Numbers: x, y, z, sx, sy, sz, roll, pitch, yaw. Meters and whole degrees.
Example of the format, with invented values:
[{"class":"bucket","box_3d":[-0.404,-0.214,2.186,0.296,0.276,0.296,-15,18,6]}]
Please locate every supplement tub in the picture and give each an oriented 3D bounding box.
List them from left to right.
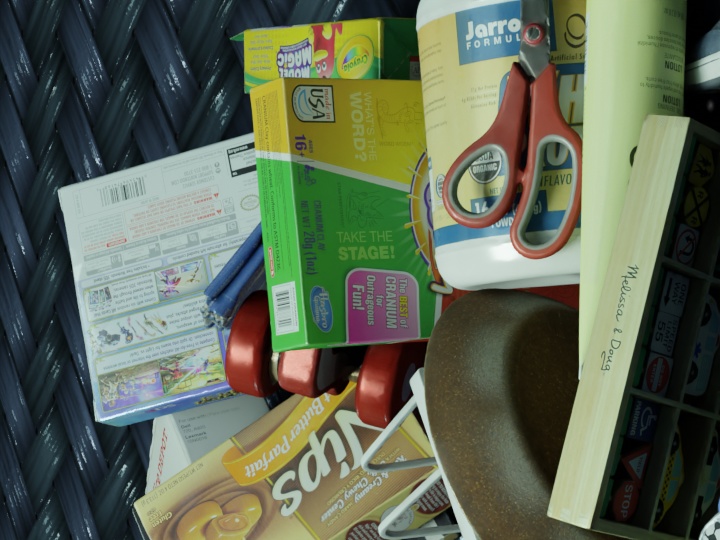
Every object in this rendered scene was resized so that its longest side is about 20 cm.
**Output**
[{"class":"supplement tub","box_3d":[0.106,-0.094,1.041,0.145,0.144,0.200,-11,83,58]}]

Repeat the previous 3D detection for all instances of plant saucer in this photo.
[{"class":"plant saucer","box_3d":[0.117,0.091,0.996,0.037,0.200,0.201,-36,61,37]}]

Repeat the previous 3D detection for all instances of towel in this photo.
[{"class":"towel","box_3d":[-0.055,-0.022,1.243,0.147,0.024,0.200,-52,1,-7]}]

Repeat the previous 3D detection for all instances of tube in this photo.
[{"class":"tube","box_3d":[0.137,-0.043,0.943,0.052,0.058,0.200,137,136,-82]}]

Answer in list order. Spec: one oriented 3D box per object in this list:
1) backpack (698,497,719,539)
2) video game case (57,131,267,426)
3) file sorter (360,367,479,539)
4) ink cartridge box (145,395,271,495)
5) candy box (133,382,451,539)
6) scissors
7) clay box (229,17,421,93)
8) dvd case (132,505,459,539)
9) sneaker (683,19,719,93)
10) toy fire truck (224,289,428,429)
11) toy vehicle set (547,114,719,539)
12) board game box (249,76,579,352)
[{"class":"backpack","box_3d":[0.256,0.151,0.821,0.200,0.154,0.191,-39,70,49]},{"class":"video game case","box_3d":[-0.110,0.003,1.380,0.200,0.045,0.182,-15,74,13]},{"class":"file sorter","box_3d":[0.098,0.165,1.081,0.125,0.139,0.200,-52,49,51]},{"class":"ink cartridge box","box_3d":[-0.088,0.203,1.412,0.146,0.084,0.200,105,147,-48]},{"class":"candy box","box_3d":[-0.041,0.153,1.268,0.115,0.200,0.055,58,-178,38]},{"class":"scissors","box_3d":[0.095,-0.107,0.964,0.073,0.014,0.200,15,91,17]},{"class":"clay box","box_3d":[0.007,-0.137,1.227,0.200,0.115,0.048,5,96,59]},{"class":"dvd case","box_3d":[-0.048,0.174,1.305,0.149,0.200,0.016,61,-175,36]},{"class":"sneaker","box_3d":[0.220,-0.172,0.909,0.202,0.077,0.146,-25,74,55]},{"class":"toy fire truck","box_3d":[0.000,0.000,1.187,0.112,0.200,0.168,13,102,18]},{"class":"toy vehicle set","box_3d":[0.161,0.036,0.932,0.026,0.124,0.200,11,86,43]},{"class":"board game box","box_3d":[0.037,-0.034,1.105,0.040,0.200,0.153,-13,82,57]}]
